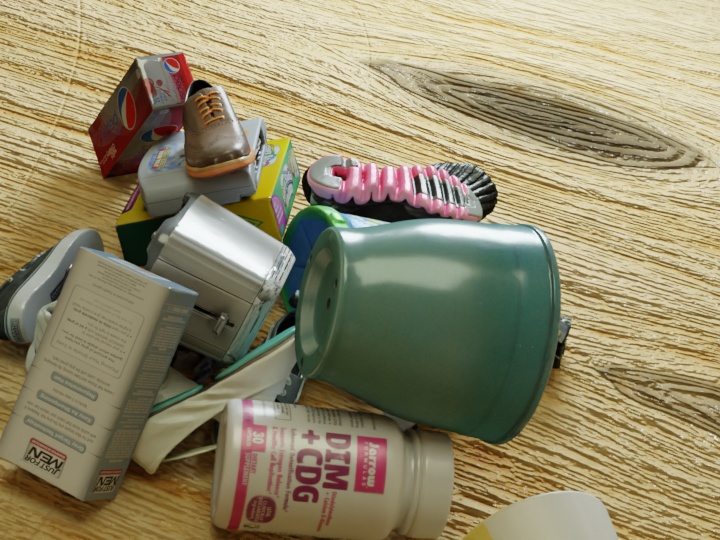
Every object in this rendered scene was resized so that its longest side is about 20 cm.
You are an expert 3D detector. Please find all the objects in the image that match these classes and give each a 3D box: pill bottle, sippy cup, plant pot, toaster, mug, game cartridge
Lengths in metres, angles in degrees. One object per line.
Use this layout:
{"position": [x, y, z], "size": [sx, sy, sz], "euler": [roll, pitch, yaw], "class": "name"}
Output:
{"position": [-0.025, 0.178, 1.235], "size": [0.200, 0.113, 0.113], "euler": [7, 33, -10], "class": "pill bottle"}
{"position": [0.000, 0.000, 1.509], "size": [0.130, 0.140, 0.178], "euler": [1, 42, -33], "class": "sippy cup"}
{"position": [0.048, 0.041, 1.240], "size": [0.188, 0.200, 0.200], "euler": [11, 32, -17], "class": "plant pot"}
{"position": [-0.144, 0.006, 1.367], "size": [0.129, 0.114, 0.200], "euler": [29, 18, -4], "class": "toaster"}
{"position": [0.150, 0.293, 1.123], "size": [0.149, 0.187, 0.153], "euler": [25, 28, -42], "class": "mug"}
{"position": [-0.174, -0.115, 1.539], "size": [0.133, 0.042, 0.200], "euler": [-7, 23, 3], "class": "game cartridge"}

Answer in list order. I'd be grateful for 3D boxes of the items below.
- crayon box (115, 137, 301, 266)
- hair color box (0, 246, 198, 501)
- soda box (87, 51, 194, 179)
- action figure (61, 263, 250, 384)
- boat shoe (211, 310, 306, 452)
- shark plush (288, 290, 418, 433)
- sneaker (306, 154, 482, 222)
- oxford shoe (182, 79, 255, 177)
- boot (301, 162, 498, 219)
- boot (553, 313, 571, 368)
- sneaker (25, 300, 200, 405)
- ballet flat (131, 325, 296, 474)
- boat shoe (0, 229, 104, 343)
{"position": [-0.164, -0.078, 1.567], "size": [0.172, 0.058, 0.200], "euler": [-9, 23, 8], "class": "crayon box"}
{"position": [-0.232, 0.091, 1.243], "size": [0.099, 0.200, 0.061], "euler": [23, 1, 20], "class": "hair color box"}
{"position": [-0.254, -0.178, 1.644], "size": [0.063, 0.200, 0.070], "euler": [-14, 78, -30], "class": "soda box"}
{"position": [-0.202, 0.052, 1.428], "size": [0.200, 0.069, 0.130], "euler": [21, 22, 9], "class": "action figure"}
{"position": [-0.091, 0.110, 1.370], "size": [0.073, 0.062, 0.200], "euler": [18, 35, 8], "class": "boat shoe"}
{"position": [0.013, 0.091, 1.411], "size": [0.200, 0.091, 0.083], "euler": [21, 18, 7], "class": "shark plush"}
{"position": [0.035, -0.067, 1.577], "size": [0.200, 0.095, 0.079], "euler": [10, 39, -2], "class": "sneaker"}
{"position": [-0.158, -0.149, 1.469], "size": [0.071, 0.073, 0.200], "euler": [-17, 23, -10], "class": "oxford shoe"}
{"position": [0.048, -0.093, 1.688], "size": [0.211, 0.079, 0.158], "euler": [30, 42, 6], "class": "boot"}
{"position": [0.139, 0.056, 1.459], "size": [0.154, 0.074, 0.204], "euler": [18, 9, 9], "class": "boot"}
{"position": [-0.232, 0.093, 1.348], "size": [0.200, 0.081, 0.075], "euler": [21, 33, 14], "class": "sneaker"}
{"position": [-0.126, 0.123, 1.292], "size": [0.200, 0.069, 0.069], "euler": [-29, 41, -3], "class": "ballet flat"}
{"position": [-0.328, 0.011, 1.457], "size": [0.057, 0.069, 0.200], "euler": [2, 26, 16], "class": "boat shoe"}
